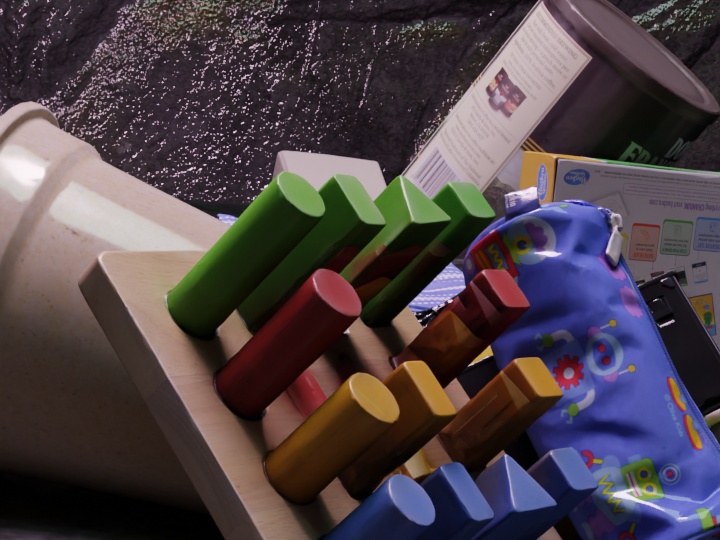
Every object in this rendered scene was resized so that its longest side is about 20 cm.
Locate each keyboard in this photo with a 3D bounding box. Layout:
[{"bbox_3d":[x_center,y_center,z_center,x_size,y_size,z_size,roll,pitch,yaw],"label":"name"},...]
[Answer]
[{"bbox_3d":[0.080,0.055,0.940,0.199,0.127,0.021,-24,-23,-6],"label":"keyboard"}]

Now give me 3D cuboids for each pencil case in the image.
[{"bbox_3d":[0.119,0.058,0.879,0.087,0.201,0.078,-34,-23,26],"label":"pencil case"}]

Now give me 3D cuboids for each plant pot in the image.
[{"bbox_3d":[-0.116,0.039,0.938,0.183,0.201,0.200,19,7,6],"label":"plant pot"}]

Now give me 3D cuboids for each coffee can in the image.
[{"bbox_3d":[0.129,-0.080,1.268,0.146,0.200,0.147,34,20,-14],"label":"coffee can"}]

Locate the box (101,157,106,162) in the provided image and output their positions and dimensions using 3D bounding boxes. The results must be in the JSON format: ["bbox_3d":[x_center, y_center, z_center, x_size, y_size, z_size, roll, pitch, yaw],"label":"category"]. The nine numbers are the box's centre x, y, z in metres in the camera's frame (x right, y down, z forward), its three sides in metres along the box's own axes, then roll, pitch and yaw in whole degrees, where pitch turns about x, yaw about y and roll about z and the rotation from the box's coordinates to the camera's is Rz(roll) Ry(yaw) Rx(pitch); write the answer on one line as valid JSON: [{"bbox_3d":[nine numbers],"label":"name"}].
[{"bbox_3d":[-0.272,-0.015,1.340,0.106,0.123,0.200,-21,-10,30],"label":"box"}]

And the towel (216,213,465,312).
[{"bbox_3d":[0.000,0.000,1.101,0.144,0.024,0.200,3,16,-18],"label":"towel"}]

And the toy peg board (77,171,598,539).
[{"bbox_3d":[0.016,0.049,0.792,0.200,0.098,0.200,-1,52,-54],"label":"toy peg board"}]

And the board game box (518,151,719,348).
[{"bbox_3d":[0.165,0.030,1.183,0.152,0.201,0.040,5,6,-28],"label":"board game box"}]

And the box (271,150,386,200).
[{"bbox_3d":[-0.015,-0.009,1.292,0.082,0.069,0.200,6,28,-12],"label":"box"}]

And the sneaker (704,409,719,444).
[{"bbox_3d":[0.235,0.121,1.064,0.074,0.085,0.200,-15,-23,18],"label":"sneaker"}]

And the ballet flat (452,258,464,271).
[{"bbox_3d":[0.025,0.030,1.164,0.199,0.057,0.066,-11,24,-32],"label":"ballet flat"}]

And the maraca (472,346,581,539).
[{"bbox_3d":[0.130,0.099,0.978,0.137,0.107,0.200,-13,39,-32],"label":"maraca"}]
